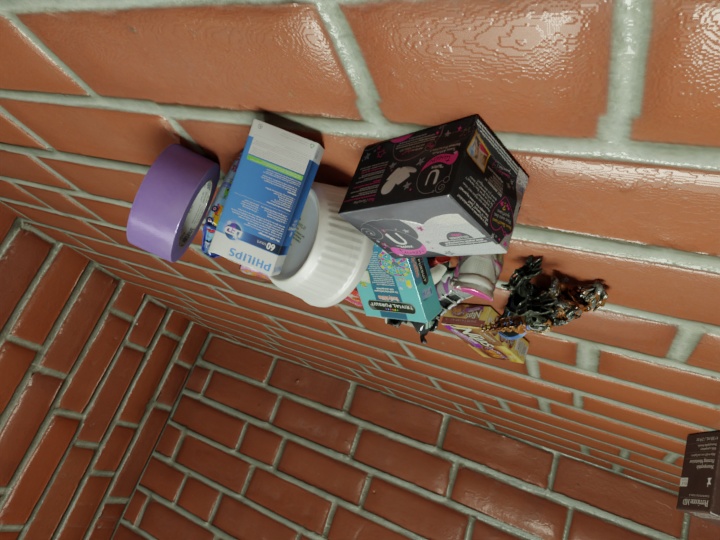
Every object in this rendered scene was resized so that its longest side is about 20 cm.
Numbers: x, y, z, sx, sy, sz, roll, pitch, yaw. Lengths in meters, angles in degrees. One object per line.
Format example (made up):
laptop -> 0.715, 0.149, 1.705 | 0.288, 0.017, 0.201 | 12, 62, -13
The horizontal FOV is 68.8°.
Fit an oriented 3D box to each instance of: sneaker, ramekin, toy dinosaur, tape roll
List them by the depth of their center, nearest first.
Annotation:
ramekin -> -0.077, -0.048, 0.843 | 0.094, 0.205, 0.201 | 16, 169, -39
toy dinosaur -> 0.295, 0.066, 0.856 | 0.136, 0.200, 0.102 | 44, -170, -42
sneaker -> 0.198, -0.004, 0.869 | 0.081, 0.089, 0.200 | 18, -176, 6
tape roll -> -0.339, -0.122, 0.965 | 0.084, 0.202, 0.200 | 26, 161, -8
sneaker -> 0.300, 0.075, 0.994 | 0.077, 0.071, 0.200 | 28, 154, -7
sneaker -> 0.107, 0.040, 1.008 | 0.073, 0.081, 0.200 | 20, 137, -17
sneaker -> 0.152, 0.080, 1.047 | 0.077, 0.141, 0.200 | 28, 162, -20

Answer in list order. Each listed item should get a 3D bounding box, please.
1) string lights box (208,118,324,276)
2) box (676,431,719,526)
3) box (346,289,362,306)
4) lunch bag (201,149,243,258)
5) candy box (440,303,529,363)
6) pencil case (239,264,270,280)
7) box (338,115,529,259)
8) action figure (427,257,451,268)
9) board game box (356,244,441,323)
string lights box -> -0.137, -0.104, 0.772 | 0.102, 0.202, 0.059 | 22, -174, 3
box -> 0.924, 0.531, 1.312 | 0.163, 0.202, 0.166 | 19, 161, 10
box -> -0.047, -0.010, 1.103 | 0.199, 0.096, 0.100 | 28, 161, -17
lunch bag -> -0.234, -0.106, 0.965 | 0.094, 0.152, 0.199 | 30, 160, -21
candy box -> 0.289, 0.144, 1.206 | 0.116, 0.057, 0.200 | 3, 154, 46
pencil case -> -0.125, -0.004, 0.980 | 0.198, 0.088, 0.087 | 21, 162, -13
box -> 0.091, -0.093, 0.683 | 0.132, 0.116, 0.199 | 36, 158, -34
action figure -> 0.080, -0.012, 0.955 | 0.051, 0.066, 0.200 | -6, 166, -32
board game box -> 0.044, -0.014, 0.902 | 0.150, 0.047, 0.202 | 3, 118, 47
